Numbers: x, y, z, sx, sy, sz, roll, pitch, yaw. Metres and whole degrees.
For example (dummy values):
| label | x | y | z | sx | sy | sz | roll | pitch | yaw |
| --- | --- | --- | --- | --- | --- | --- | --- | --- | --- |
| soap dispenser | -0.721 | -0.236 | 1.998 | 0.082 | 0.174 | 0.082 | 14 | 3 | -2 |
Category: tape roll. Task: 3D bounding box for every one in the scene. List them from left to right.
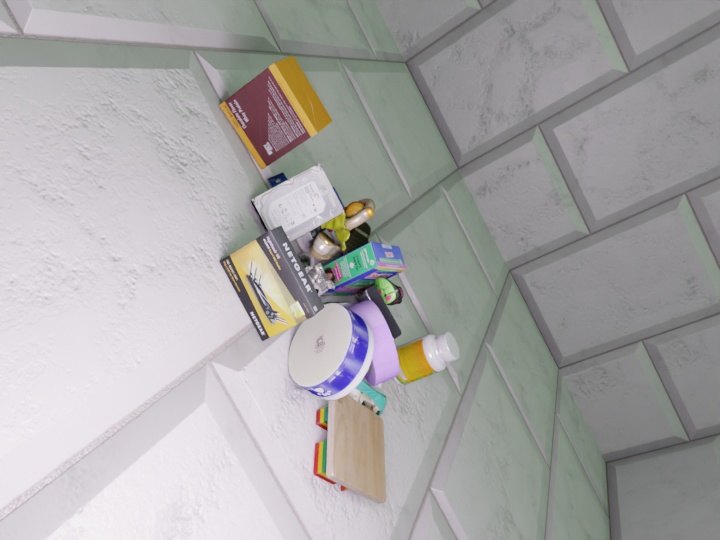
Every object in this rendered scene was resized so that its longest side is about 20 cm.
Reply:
| label | x | y | z | sx | sy | sz | roll | pitch | yaw |
| --- | --- | --- | --- | --- | --- | --- | --- | --- | --- |
| tape roll | 0.024 | 0.177 | 1.402 | 0.200 | 0.065 | 0.204 | 161 | -89 | -76 |

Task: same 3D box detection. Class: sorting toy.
| label | x | y | z | sx | sy | sz | roll | pitch | yaw |
| --- | --- | --- | --- | --- | --- | --- | --- | --- | --- |
| sorting toy | -0.026 | 0.406 | 1.299 | 0.199 | 0.069 | 0.202 | 42 | 34 | -38 |

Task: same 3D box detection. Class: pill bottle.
| label | x | y | z | sx | sy | sz | roll | pitch | yaw |
| --- | --- | --- | --- | --- | --- | --- | --- | --- | --- |
| pill bottle | 0.185 | 0.253 | 1.667 | 0.111 | 0.198 | 0.112 | 41 | 35 | -37 |

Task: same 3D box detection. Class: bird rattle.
| label | x | y | z | sx | sy | sz | roll | pitch | yaw |
| --- | --- | --- | --- | --- | --- | --- | --- | --- | --- |
| bird rattle | -0.029 | -0.142 | 1.571 | 0.114 | 0.161 | 0.200 | 62 | 10 | -14 |

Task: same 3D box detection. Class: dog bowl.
| label | x | y | z | sx | sy | sz | roll | pitch | yaw |
| --- | --- | --- | --- | --- | --- | --- | --- | --- | --- |
| dog bowl | -0.068 | 0.179 | 1.273 | 0.079 | 0.198 | 0.203 | 36 | 38 | -38 |

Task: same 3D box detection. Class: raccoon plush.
| label | x | y | z | sx | sy | sz | roll | pitch | yaw |
| --- | --- | --- | --- | --- | --- | --- | --- | --- | --- |
| raccoon plush | -0.123 | -0.007 | 1.400 | 0.097 | 0.133 | 0.202 | 41 | 35 | -35 |

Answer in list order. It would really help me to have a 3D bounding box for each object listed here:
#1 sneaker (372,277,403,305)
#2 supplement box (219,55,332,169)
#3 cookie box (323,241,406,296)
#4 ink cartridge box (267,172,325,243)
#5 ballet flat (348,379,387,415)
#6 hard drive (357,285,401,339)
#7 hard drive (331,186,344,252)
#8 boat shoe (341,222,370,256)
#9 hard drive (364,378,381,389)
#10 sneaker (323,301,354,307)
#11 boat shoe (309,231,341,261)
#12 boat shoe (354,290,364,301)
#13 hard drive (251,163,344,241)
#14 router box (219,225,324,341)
| label | x | y | z | sx | sy | sz | roll | pitch | yaw |
| --- | --- | --- | --- | --- | --- | --- | --- | --- | --- |
| sneaker | 0.079 | 0.057 | 1.547 | 0.200 | 0.082 | 0.078 | 153 | -69 | -83 |
| supplement box | -0.220 | -0.414 | 1.498 | 0.199 | 0.198 | 0.133 | 56 | 28 | -15 |
| cookie box | 0.000 | 0.000 | 1.547 | 0.170 | 0.198 | 0.076 | 5 | 62 | -59 |
| ink cartridge box | -0.173 | -0.181 | 1.567 | 0.202 | 0.039 | 0.099 | 60 | 28 | -9 |
| ballet flat | -0.002 | 0.314 | 1.431 | 0.200 | 0.067 | 0.071 | 41 | 49 | -36 |
| hard drive | 0.047 | 0.117 | 1.502 | 0.141 | 0.033 | 0.200 | 60 | -9 | 4 |
| hard drive | -0.067 | -0.152 | 1.747 | 0.202 | 0.025 | 0.132 | 62 | 27 | -6 |
| boat shoe | -0.017 | -0.072 | 1.659 | 0.072 | 0.068 | 0.201 | 36 | 31 | -4 |
| hard drive | 0.025 | 0.208 | 1.568 | 0.132 | 0.027 | 0.202 | 42 | 39 | -21 |
| sneaker | -0.074 | 0.121 | 1.474 | 0.199 | 0.069 | 0.082 | -1 | 87 | -62 |
| boat shoe | -0.103 | -0.060 | 1.555 | 0.074 | 0.069 | 0.200 | 41 | 3 | 6 |
| boat shoe | 0.023 | 0.065 | 1.675 | 0.072 | 0.071 | 0.203 | -3 | 71 | -61 |
| hard drive | -0.156 | -0.161 | 1.429 | 0.141 | 0.198 | 0.038 | 62 | -14 | -5 |
| router box | -0.191 | 0.030 | 1.224 | 0.202 | 0.156 | 0.052 | 61 | 27 | -4 |
